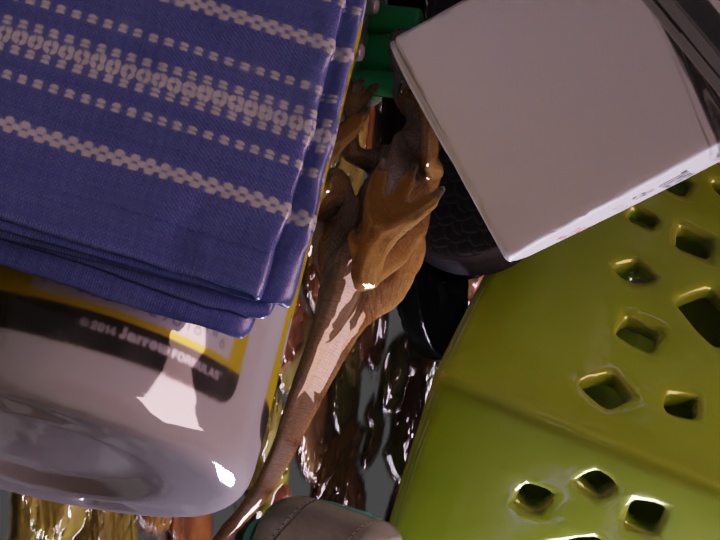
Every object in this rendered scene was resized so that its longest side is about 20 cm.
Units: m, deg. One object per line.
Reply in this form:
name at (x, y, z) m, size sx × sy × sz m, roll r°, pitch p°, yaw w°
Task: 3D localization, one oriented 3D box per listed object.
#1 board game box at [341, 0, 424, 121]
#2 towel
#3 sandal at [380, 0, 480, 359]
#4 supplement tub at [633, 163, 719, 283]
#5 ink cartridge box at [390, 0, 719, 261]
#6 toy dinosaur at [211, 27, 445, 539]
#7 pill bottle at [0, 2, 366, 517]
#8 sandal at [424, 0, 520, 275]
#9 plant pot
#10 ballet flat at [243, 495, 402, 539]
board game box at (-0.017, -0.139, 0.926) m, size 0.200 × 0.026 × 0.201 m, roll -33°, pitch 126°, yaw -65°
towel at (-0.064, -0.093, 0.652) m, size 0.024 × 0.144 × 0.201 m, roll 117°, pitch -12°, yaw -68°
sandal at (0.040, -0.057, 1.076) m, size 0.075 × 0.048 × 0.201 m, roll -41°, pitch 133°, yaw -63°
supplement tub at (0.138, 0.041, 1.276) m, size 0.123 × 0.122 × 0.201 m, roll -48°, pitch 140°, yaw -58°
ink cartridge box at (0.123, -0.086, 0.895) m, size 0.084 × 0.199 × 0.145 m, roll 63°, pitch 10°, yaw 2°
toy dinosaur at (0.000, 0.000, 0.910) m, size 0.106 × 0.060 × 0.201 m, roll 78°, pitch 33°, yaw -61°
pill bottle at (-0.060, -0.046, 0.706) m, size 0.111 × 0.111 × 0.201 m, roll 55°, pitch 46°, yaw -62°
sandal at (0.061, -0.093, 1.026) m, size 0.201 × 0.076 × 0.043 m, roll -69°, pitch 156°, yaw -11°
plant pot at (0.121, 0.083, 1.079) m, size 0.200 × 0.181 × 0.200 m, roll -61°, pitch 168°, yaw -48°
ballet flat at (-0.019, 0.182, 0.963) m, size 0.067 × 0.063 × 0.201 m, roll 8°, pitch 89°, yaw -71°
